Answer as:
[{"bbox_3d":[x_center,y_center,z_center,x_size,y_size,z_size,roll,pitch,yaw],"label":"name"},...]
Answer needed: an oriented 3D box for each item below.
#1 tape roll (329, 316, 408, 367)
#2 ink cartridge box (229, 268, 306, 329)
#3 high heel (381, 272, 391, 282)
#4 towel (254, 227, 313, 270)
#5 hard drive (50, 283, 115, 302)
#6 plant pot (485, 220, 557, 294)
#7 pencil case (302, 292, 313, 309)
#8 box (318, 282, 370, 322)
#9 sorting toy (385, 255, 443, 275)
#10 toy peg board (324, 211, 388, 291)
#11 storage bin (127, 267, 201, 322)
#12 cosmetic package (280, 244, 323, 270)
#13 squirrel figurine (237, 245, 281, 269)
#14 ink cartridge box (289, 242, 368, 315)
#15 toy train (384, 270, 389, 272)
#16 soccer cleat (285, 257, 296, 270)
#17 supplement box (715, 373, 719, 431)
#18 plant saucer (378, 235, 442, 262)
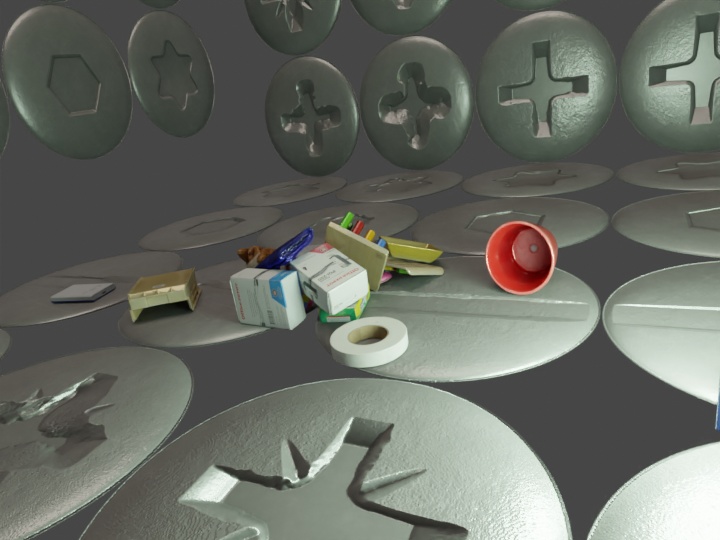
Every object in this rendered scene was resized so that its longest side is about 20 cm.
[{"bbox_3d":[0.021,0.174,1.340,0.196,0.038,0.204,-8,19,3],"label":"tape roll"},{"bbox_3d":[-0.268,0.078,1.561,0.195,0.151,0.085,4,24,33],"label":"ink cartridge box"},{"bbox_3d":[0.000,0.000,1.737,0.193,0.099,0.067,-7,11,8],"label":"high heel"},{"bbox_3d":[-0.227,-0.046,1.615,0.147,0.050,0.198,-43,11,-35],"label":"towel"},{"bbox_3d":[-1.065,0.086,2.078,0.194,0.026,0.132,-3,20,17],"label":"hard drive"},{"bbox_3d":[0.478,-0.049,1.551,0.195,0.207,0.176,4,13,33],"label":"plant pot"},{"bbox_3d":[-0.229,0.069,1.675,0.087,0.091,0.197,-23,22,-37],"label":"pencil case"},{"bbox_3d":[-0.041,0.088,1.592,0.114,0.050,0.201,-3,23,17],"label":"box"},{"bbox_3d":[0.144,-0.012,1.750,0.182,0.038,0.197,0,13,-43],"label":"sorting toy"},{"bbox_3d":[-0.003,-0.067,1.641,0.195,0.202,0.099,26,57,8],"label":"toy peg board"},{"bbox_3d":[-0.654,0.080,1.813,0.193,0.097,0.199,-10,20,-5],"label":"storage bin"},{"bbox_3d":[-0.158,-0.026,1.797,0.195,0.103,0.075,-8,52,-36],"label":"cosmetic package"},{"bbox_3d":[-0.294,-0.038,1.885,0.182,0.146,0.199,-16,4,22],"label":"squirrel figurine"},{"bbox_3d":[-0.090,0.020,1.537,0.144,0.087,0.199,-29,44,-28],"label":"ink cartridge box"},{"bbox_3d":[0.048,-0.033,1.888,0.033,0.047,0.199,-16,20,-20],"label":"toy train"},{"bbox_3d":[-0.153,0.009,1.712,0.197,0.075,0.067,19,-5,-43],"label":"soccer cleat"},{"bbox_3d":[0.679,0.186,0.904,0.107,0.113,0.198,10,26,42],"label":"supplement box"},{"bbox_3d":[0.165,-0.070,1.852,0.193,0.050,0.200,9,9,-8],"label":"plant saucer"}]
